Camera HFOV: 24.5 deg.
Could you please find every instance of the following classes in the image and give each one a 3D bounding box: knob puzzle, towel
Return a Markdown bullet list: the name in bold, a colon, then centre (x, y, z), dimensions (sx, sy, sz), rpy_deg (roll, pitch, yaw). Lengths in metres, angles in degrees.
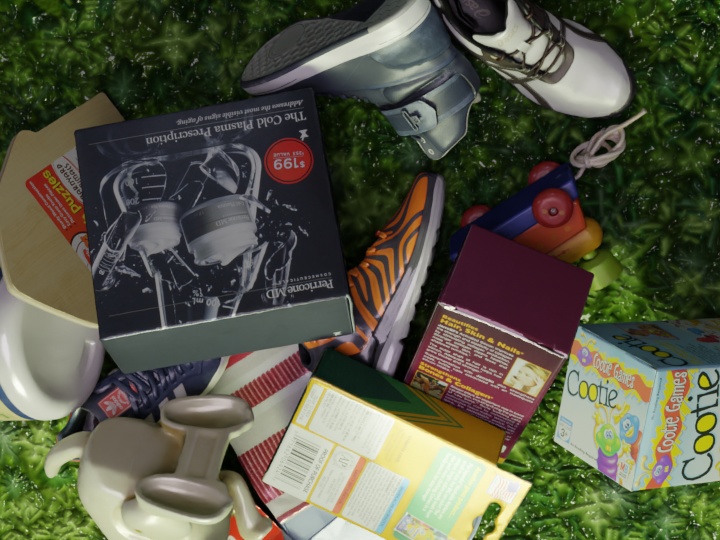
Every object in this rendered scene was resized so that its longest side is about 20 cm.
- **knob puzzle**: centre (-0.234, -0.033, 1.406), dimensions (0.030, 0.220, 0.220), rpy_deg (-29, 100, 45)
- **towel**: centre (-0.065, 0.104, 1.466), dimensions (0.144, 0.023, 0.200), rpy_deg (-33, 82, 16)

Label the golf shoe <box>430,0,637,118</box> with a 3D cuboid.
- **golf shoe**: centre (0.135, -0.181, 1.352), dimensions (0.200, 0.095, 0.078), rpy_deg (30, 106, -1)

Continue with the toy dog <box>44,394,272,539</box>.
- **toy dog**: centre (-0.173, 0.227, 1.432), dimensions (0.193, 0.140, 0.201), rpy_deg (-1, 130, -1)

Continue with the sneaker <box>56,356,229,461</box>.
- **sneaker**: centre (-0.193, 0.105, 1.457), dimensions (0.075, 0.084, 0.200), rpy_deg (49, 117, 13)

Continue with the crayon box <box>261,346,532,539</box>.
- **crayon box**: centre (0.033, 0.163, 1.387), dimensions (0.199, 0.052, 0.126), rpy_deg (26, 123, 0)

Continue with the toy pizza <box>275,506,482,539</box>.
- **toy pizza**: centre (0.015, 0.190, 1.496), dimensions (0.199, 0.032, 0.201), rpy_deg (2, 106, 8)

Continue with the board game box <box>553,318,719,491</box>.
- **board game box**: centre (0.273, 0.105, 1.345), dimensions (0.199, 0.105, 0.103), rpy_deg (-1, 109, -32)

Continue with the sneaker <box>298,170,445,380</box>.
- **sneaker**: centre (0.000, 0.000, 1.408), dimensions (0.112, 0.078, 0.201), rpy_deg (18, 85, 4)

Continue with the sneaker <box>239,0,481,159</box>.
- **sneaker**: centre (0.006, -0.148, 1.387), dimensions (0.202, 0.077, 0.146), rpy_deg (-12, 132, 39)

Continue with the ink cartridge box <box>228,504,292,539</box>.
- **ink cartridge box**: centre (-0.110, 0.310, 1.523), dimensions (0.160, 0.047, 0.200), rpy_deg (-39, 98, 27)

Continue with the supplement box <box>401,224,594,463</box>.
- **supplement box**: centre (0.105, 0.064, 1.367), dimensions (0.110, 0.086, 0.200), rpy_deg (23, 147, 2)

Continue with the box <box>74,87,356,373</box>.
- **box**: centre (-0.115, -0.031, 1.342), dimensions (0.199, 0.104, 0.183), rpy_deg (-11, 72, 0)

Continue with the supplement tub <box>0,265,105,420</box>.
- **supplement tub**: centre (-0.339, 0.060, 1.443), dimensions (0.199, 0.144, 0.145), rpy_deg (-4, 104, 27)

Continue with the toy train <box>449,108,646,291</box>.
- **toy train**: centre (0.184, -0.034, 1.392), dimensions (0.200, 0.085, 0.116), rpy_deg (-33, 108, 15)
